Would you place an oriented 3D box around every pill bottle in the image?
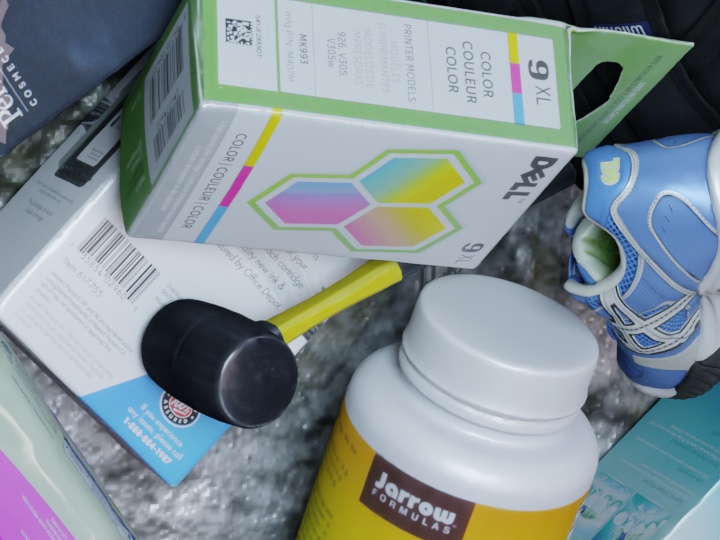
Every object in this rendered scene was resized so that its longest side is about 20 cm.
[{"bbox_3d":[0.032,0.106,1.139,0.109,0.109,0.201,4,118,-27],"label":"pill bottle"}]

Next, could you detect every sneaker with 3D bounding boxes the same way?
[{"bbox_3d":[0.118,-0.006,1.089,0.076,0.200,0.076,3,64,0],"label":"sneaker"}]

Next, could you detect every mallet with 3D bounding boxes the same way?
[{"bbox_3d":[0.000,0.000,1.096,0.200,0.066,0.041,-33,119,-32],"label":"mallet"}]

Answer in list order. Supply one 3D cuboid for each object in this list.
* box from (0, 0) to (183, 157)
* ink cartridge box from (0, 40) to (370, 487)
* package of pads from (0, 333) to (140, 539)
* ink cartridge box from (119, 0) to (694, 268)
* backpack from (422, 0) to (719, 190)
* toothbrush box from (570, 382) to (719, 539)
[{"bbox_3d":[-0.114,-0.167,1.031,0.200,0.107,0.149,-39,116,-12],"label":"box"},{"bbox_3d":[-0.056,-0.028,1.115,0.200,0.068,0.116,-47,119,-8],"label":"ink cartridge box"},{"bbox_3d":[-0.188,0.134,1.075,0.199,0.068,0.155,-33,114,-3],"label":"package of pads"},{"bbox_3d":[0.018,-0.051,1.030,0.199,0.104,0.060,6,63,-19],"label":"ink cartridge box"},{"bbox_3d":[0.127,-0.121,1.124,0.200,0.175,0.154,60,43,-36],"label":"backpack"},{"bbox_3d":[0.161,0.153,1.256,0.200,0.085,0.147,-46,118,-10],"label":"toothbrush box"}]
